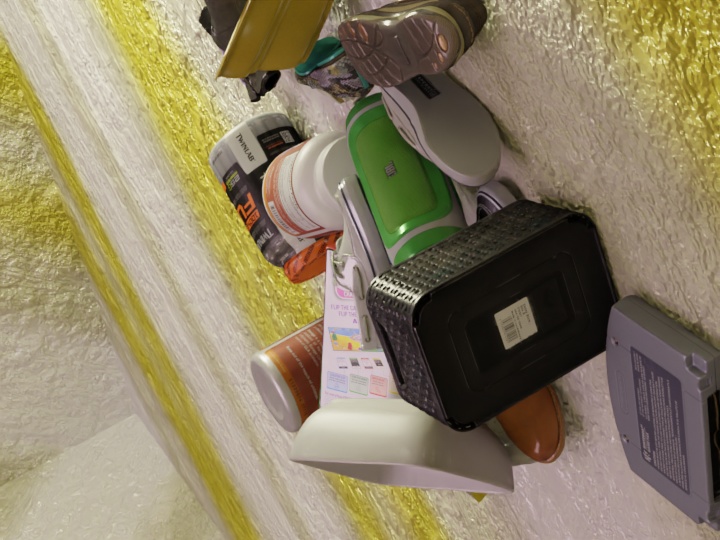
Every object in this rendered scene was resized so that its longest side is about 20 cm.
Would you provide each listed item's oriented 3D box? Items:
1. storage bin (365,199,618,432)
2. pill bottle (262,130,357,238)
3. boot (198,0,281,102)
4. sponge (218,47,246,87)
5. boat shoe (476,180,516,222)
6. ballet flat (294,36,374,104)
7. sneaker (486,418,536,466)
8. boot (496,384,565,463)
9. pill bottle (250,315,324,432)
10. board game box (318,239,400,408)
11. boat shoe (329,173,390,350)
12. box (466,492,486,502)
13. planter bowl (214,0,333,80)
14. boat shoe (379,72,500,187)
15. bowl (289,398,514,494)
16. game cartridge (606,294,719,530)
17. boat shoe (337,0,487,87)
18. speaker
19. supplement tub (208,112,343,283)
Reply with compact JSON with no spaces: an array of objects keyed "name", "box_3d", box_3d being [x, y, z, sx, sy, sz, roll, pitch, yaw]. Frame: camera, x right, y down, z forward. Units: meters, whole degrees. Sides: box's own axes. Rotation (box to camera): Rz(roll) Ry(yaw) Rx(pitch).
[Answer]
[{"name":"storage bin","box_3d":[0.122,0.037,1.214,0.094,0.199,0.136,22,136,61]},{"name":"pill bottle","box_3d":[-0.035,-0.100,1.554,0.113,0.112,0.200,64,160,-6]},{"name":"boot","box_3d":[-0.131,-0.280,1.587,0.131,0.067,0.200,57,168,6]},{"name":"sponge","box_3d":[-0.148,-0.321,1.700,0.112,0.030,0.200,56,159,15]},{"name":"boat shoe","box_3d":[0.140,0.011,1.335,0.072,0.067,0.201,33,145,55]},{"name":"ballet flat","box_3d":[-0.025,-0.209,1.450,0.073,0.072,0.200,67,171,-14]},{"name":"sneaker","box_3d":[0.143,0.152,1.505,0.200,0.075,0.100,32,146,56]},{"name":"boot","box_3d":[0.121,0.115,1.383,0.076,0.155,0.201,-32,72,34]},{"name":"pill bottle","box_3d":[-0.031,0.112,1.711,0.112,0.199,0.113,51,159,29]},{"name":"board game box","box_3d":[0.032,0.077,1.516,0.152,0.040,0.202,13,113,23]},{"name":"boat shoe","box_3d":[0.000,0.000,1.415,0.074,0.066,0.201,-98,-10,-69]},{"name":"box","box_3d":[0.082,0.192,1.669,0.200,0.048,0.117,49,170,-33]},{"name":"planter bowl","box_3d":[-0.078,-0.277,1.427,0.083,0.202,0.200,24,163,-9]},{"name":"boat shoe","box_3d":[0.072,-0.141,1.310,0.200,0.072,0.066,50,162,35]},{"name":"bowl","box_3d":[0.048,0.184,1.425,0.199,0.199,0.075,-4,71,36]},{"name":"game cartridge","box_3d":[0.272,0.122,1.194,0.133,0.041,0.201,35,147,47]},{"name":"boat shoe","box_3d":[0.051,-0.218,1.258,0.200,0.073,0.075,14,133,58]},{"name":"speaker","box_3d":[0.047,-0.084,1.362,0.089,0.088,0.201,91,162,-55]},{"name":"supplement tub","box_3d":[-0.099,-0.092,1.735,0.201,0.122,0.123,58,161,13]}]
